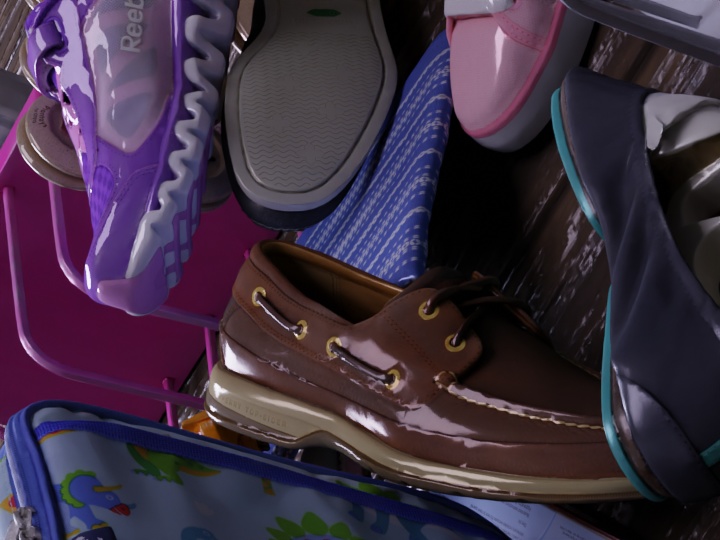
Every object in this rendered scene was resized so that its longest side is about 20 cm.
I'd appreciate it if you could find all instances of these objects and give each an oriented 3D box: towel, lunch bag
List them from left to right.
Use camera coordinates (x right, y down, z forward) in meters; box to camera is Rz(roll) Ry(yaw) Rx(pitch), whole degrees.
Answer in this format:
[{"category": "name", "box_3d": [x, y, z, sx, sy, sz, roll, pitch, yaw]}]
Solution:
[{"category": "lunch bag", "box_3d": [-0.026, 0.118, 0.858, 0.083, 0.199, 0.161, -64, 24, 19]}, {"category": "towel", "box_3d": [0.000, 0.000, 1.096, 0.145, 0.024, 0.200, -56, 12, 31]}]

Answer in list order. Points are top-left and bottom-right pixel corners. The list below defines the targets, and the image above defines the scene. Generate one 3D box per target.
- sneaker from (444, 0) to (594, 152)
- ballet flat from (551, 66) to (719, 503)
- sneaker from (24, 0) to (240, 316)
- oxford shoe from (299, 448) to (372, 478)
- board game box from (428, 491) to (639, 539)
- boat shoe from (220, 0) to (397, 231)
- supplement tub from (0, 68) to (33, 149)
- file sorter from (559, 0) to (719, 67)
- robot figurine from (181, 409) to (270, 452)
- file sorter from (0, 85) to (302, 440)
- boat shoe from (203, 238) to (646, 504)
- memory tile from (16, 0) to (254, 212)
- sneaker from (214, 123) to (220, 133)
[{"category": "sneaker", "box_3d": [0.044, -0.153, 1.061, 0.075, 0.104, 0.202, 7, 82, 65]}, {"category": "ballet flat", "box_3d": [0.107, -0.009, 0.878, 0.073, 0.073, 0.201, -57, 21, 33]}, {"category": "sneaker", "box_3d": [-0.101, -0.075, 1.150, 0.081, 0.088, 0.201, 107, 172, -61]}, {"category": "oxford shoe", "box_3d": [-0.034, 0.151, 1.040, 0.071, 0.073, 0.201, 72, -155, -68]}, {"category": "board game box", "box_3d": [0.059, 0.131, 0.938, 0.200, 0.019, 0.104, 22, 94, 67]}, {"category": "boat shoe", "box_3d": [-0.022, -0.075, 1.184, 0.201, 0.071, 0.068, -85, 2, -53]}, {"category": "supplement tub", "box_3d": [-0.227, -0.009, 1.560, 0.201, 0.122, 0.123, -69, 23, 12]}, {"category": "file sorter", "box_3d": [0.097, -0.153, 0.913, 0.140, 0.124, 0.200, -68, 24, 12]}, {"category": "robot figurine", "box_3d": [-0.058, 0.157, 0.973, 0.058, 0.144, 0.201, 62, -173, -64]}, {"category": "file sorter", "box_3d": [-0.119, 0.043, 1.258, 0.200, 0.138, 0.126, -56, 31, 35]}, {"category": "boat shoe", "box_3d": [0.027, 0.034, 0.927, 0.199, 0.072, 0.068, 13, 102, 40]}, {"category": "memory tile", "box_3d": [-0.082, -0.104, 1.253, 0.017, 0.152, 0.201, 121, 153, -42]}, {"category": "sneaker", "box_3d": [-0.107, -0.023, 1.352, 0.200, 0.074, 0.082, -54, 31, 40]}]
